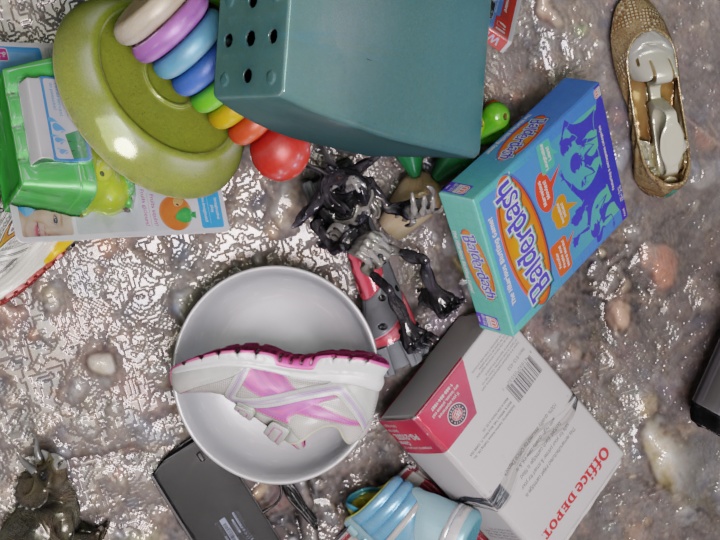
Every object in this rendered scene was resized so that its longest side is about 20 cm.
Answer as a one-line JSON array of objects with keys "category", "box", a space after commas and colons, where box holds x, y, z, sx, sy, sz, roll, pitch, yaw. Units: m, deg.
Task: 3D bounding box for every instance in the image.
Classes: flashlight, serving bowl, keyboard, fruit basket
[{"category": "flashlight", "box": [0.000, 0.000, 1.195, 0.067, 0.068, 0.203, -23, 102, 2]}, {"category": "serving bowl", "box": [-0.075, 0.096, 1.181, 0.196, 0.066, 0.204, 0, 92, 7]}, {"category": "keyboard", "box": [-0.107, 0.243, 1.231, 0.126, 0.021, 0.202, -30, 103, 0]}, {"category": "fruit basket", "box": [-0.217, -0.118, 1.087, 0.197, 0.094, 0.188, -5, 74, -27]}]

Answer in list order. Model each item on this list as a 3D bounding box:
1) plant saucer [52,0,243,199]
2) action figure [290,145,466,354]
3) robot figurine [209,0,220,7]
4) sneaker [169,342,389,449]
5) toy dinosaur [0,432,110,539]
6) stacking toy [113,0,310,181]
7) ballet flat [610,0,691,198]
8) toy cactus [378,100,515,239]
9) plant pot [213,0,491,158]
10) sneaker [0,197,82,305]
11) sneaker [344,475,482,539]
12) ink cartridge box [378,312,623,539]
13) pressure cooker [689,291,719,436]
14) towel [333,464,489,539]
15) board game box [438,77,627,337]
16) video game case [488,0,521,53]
[{"category": "plant saucer", "box": [-0.173, -0.159, 1.086, 0.200, 0.201, 0.031, 47, 130, -14]}, {"category": "action figure", "box": [0.020, -0.032, 1.118, 0.119, 0.102, 0.201, -42, 103, -30]}, {"category": "robot figurine", "box": [-0.097, -0.284, 1.102, 0.198, 0.115, 0.178, 26, 70, -25]}, {"category": "sneaker", "box": [-0.074, 0.113, 1.109, 0.196, 0.081, 0.090, 4, 92, 8]}, {"category": "toy dinosaur", "box": [-0.302, 0.258, 1.179, 0.101, 0.077, 0.202, 26, 97, -1]}, {"category": "stacking toy", "box": [-0.116, -0.158, 1.069, 0.085, 0.085, 0.200, -43, 113, -3]}, {"category": "ballet flat", "box": [0.293, -0.171, 1.228, 0.069, 0.065, 0.203, -15, 100, -8]}, {"category": "toy cactus", "box": [0.075, -0.105, 1.186, 0.198, 0.103, 0.165, 24, 118, -38]}, {"category": "plant pot", "box": [-0.015, -0.173, 1.015, 0.198, 0.140, 0.144, 3, 92, -43]}, {"category": "sneaker", "box": [-0.308, -0.034, 1.132, 0.200, 0.078, 0.082, -44, 99, -12]}, {"category": "sneaker", "box": [0.031, 0.286, 1.225, 0.129, 0.079, 0.202, 28, 116, 16]}, {"category": "ink cartridge box", "box": [0.139, 0.161, 1.213, 0.200, 0.084, 0.145, 48, 66, -13]}, {"category": "pressure cooker", "box": [0.437, 0.093, 1.239, 0.175, 0.178, 0.203, 23, 93, -44]}, {"category": "towel", "box": [0.069, 0.312, 1.274, 0.144, 0.023, 0.200, -45, 101, 0]}, {"category": "board game box", "box": [0.167, -0.061, 1.163, 0.200, 0.045, 0.154, -42, 128, -29]}, {"category": "video game case", "box": [0.064, -0.297, 1.142, 0.198, 0.144, 0.017, 31, 135, -13]}]
